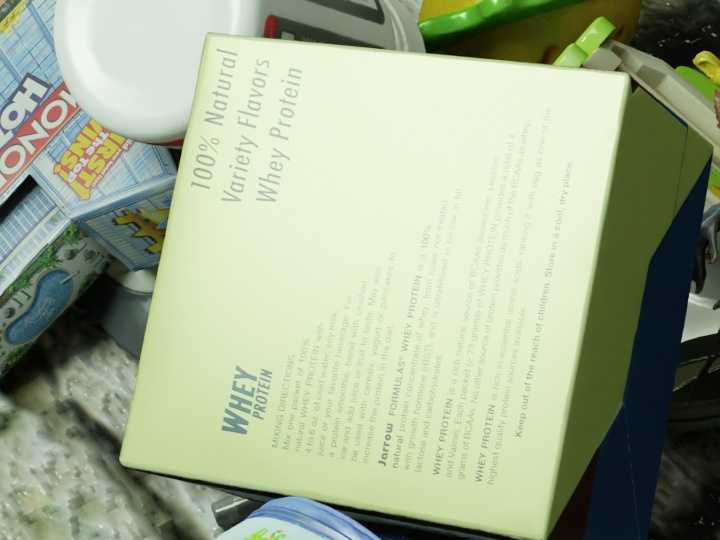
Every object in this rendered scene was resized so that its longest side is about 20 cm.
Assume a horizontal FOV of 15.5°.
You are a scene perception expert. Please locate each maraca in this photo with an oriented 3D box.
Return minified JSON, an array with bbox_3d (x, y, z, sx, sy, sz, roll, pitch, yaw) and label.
[{"bbox_3d":[0.089,-0.145,1.495,0.137,0.107,0.200,-21,-2,23],"label":"maraca"}]

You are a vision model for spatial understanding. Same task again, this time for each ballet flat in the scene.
[{"bbox_3d":[-0.131,-0.024,1.424,0.073,0.073,0.200,-19,48,-19],"label":"ballet flat"}]

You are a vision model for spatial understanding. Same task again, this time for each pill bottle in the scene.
[{"bbox_3d":[-0.053,-0.111,1.313,0.116,0.116,0.200,30,10,27],"label":"pill bottle"}]

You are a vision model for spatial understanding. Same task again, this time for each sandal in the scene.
[{"bbox_3d":[0.246,0.063,1.353,0.201,0.057,0.080,-5,30,19],"label":"sandal"}]

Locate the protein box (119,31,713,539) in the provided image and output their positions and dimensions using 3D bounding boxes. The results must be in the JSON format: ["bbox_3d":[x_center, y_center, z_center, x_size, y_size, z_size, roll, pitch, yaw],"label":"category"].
[{"bbox_3d":[0.028,0.014,1.164,0.200,0.135,0.199,8,82,24],"label":"protein box"}]

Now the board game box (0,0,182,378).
[{"bbox_3d":[-0.161,-0.049,1.375,0.200,0.062,0.200,-46,47,2],"label":"board game box"}]

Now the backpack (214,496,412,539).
[{"bbox_3d":[-0.005,0.194,1.104,0.183,0.200,0.147,32,52,29],"label":"backpack"}]

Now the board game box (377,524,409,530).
[{"bbox_3d":[0.060,0.155,1.250,0.200,0.019,0.103,17,57,8],"label":"board game box"}]

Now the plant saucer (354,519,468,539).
[{"bbox_3d":[0.043,0.041,1.244,0.200,0.029,0.200,-5,78,23],"label":"plant saucer"}]

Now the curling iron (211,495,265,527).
[{"bbox_3d":[0.018,0.081,1.321,0.200,0.050,0.026,-25,8,-1],"label":"curling iron"}]

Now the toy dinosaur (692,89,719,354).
[{"bbox_3d":[0.242,-0.010,1.274,0.181,0.200,0.105,-21,55,-27],"label":"toy dinosaur"}]

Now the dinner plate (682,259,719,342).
[{"bbox_3d":[0.207,-0.019,1.457,0.200,0.024,0.200,1,45,-1],"label":"dinner plate"}]

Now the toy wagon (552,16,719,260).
[{"bbox_3d":[0.173,-0.071,1.423,0.155,0.040,0.200,41,24,2],"label":"toy wagon"}]
